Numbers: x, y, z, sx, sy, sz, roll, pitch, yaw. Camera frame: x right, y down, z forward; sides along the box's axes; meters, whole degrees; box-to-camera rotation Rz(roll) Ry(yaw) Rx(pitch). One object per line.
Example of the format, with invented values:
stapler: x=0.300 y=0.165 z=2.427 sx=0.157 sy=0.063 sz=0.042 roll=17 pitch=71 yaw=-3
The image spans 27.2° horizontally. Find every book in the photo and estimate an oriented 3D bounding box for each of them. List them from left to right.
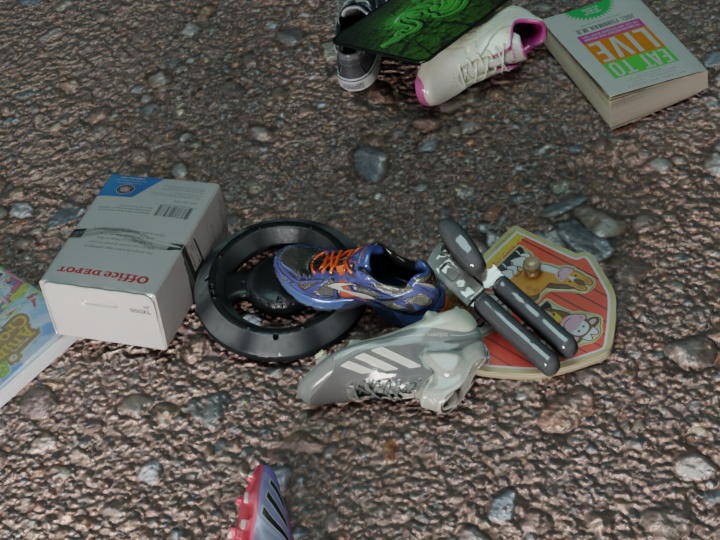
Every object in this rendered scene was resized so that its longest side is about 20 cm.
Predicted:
book: x=0.323 y=-0.265 z=1.835 sx=0.132 sy=0.048 sz=0.201 roll=-19 pitch=42 yaw=-9

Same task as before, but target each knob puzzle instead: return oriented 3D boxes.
knob puzzle: x=0.183 y=0.038 z=1.576 sx=0.216 sy=0.031 sz=0.221 roll=-8 pitch=45 yaw=7

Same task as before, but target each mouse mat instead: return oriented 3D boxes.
mouse mat: x=0.080 y=-0.320 z=1.883 sx=0.160 sy=0.008 sz=0.200 roll=18 pitch=44 yaw=38

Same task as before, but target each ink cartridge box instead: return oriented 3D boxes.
ink cartridge box: x=-0.252 y=-0.013 z=1.691 sx=0.143 sy=0.085 sz=0.201 roll=6 pitch=42 yaw=18

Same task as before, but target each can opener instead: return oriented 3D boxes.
can opener: x=0.140 y=0.028 z=1.536 sx=0.053 sy=0.067 sz=0.200 roll=-42 pitch=62 yaw=-6

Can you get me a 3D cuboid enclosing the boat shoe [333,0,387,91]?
boat shoe: x=-0.002 y=-0.325 z=1.959 sx=0.071 sy=0.068 sz=0.202 roll=-1 pitch=46 yaw=14

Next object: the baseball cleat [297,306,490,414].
baseball cleat: x=0.035 y=0.109 z=1.518 sx=0.198 sy=0.070 sz=0.107 roll=-26 pitch=60 yaw=3

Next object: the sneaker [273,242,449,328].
sneaker: x=0.000 y=0.000 z=1.587 sx=0.197 sy=0.079 sz=0.076 roll=11 pitch=50 yaw=16

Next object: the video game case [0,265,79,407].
video game case: x=-0.439 y=0.088 z=1.700 sx=0.181 sy=0.022 sz=0.200 roll=27 pitch=57 yaw=34

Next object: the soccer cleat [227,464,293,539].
soccer cleat: x=-0.084 y=0.270 z=1.405 sx=0.076 sy=0.067 sz=0.201 roll=15 pitch=37 yaw=-14

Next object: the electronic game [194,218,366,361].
electronic game: x=-0.087 y=0.019 z=1.659 sx=0.197 sy=0.042 sz=0.202 roll=-2 pitch=50 yaw=3

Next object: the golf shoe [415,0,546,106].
golf shoe: x=0.150 y=-0.270 z=1.855 sx=0.091 sy=0.076 sz=0.200 roll=23 pitch=56 yaw=41
